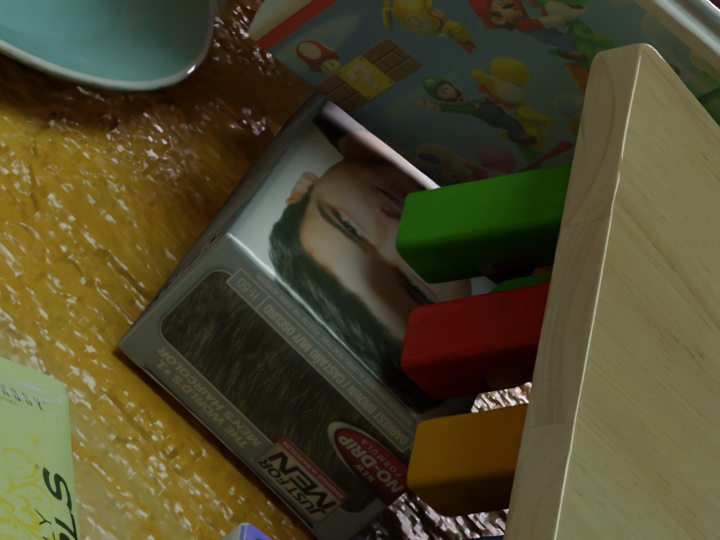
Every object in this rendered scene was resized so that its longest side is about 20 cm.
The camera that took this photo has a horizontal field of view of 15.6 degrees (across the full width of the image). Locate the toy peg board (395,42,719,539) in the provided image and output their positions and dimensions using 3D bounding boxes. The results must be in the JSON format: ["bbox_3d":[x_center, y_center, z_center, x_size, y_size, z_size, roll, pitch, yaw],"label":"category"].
[{"bbox_3d":[0.081,0.073,0.820,0.200,0.097,0.200,43,48,-40],"label":"toy peg board"}]

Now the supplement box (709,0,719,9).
[{"bbox_3d":[0.055,-0.163,0.956,0.199,0.104,0.131,-5,32,-22],"label":"supplement box"}]

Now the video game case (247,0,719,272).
[{"bbox_3d":[0.077,-0.049,0.868,0.200,0.143,0.018,37,56,-19],"label":"video game case"}]

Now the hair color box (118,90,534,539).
[{"bbox_3d":[0.000,0.000,0.904,0.099,0.061,0.200,44,28,-7],"label":"hair color box"}]

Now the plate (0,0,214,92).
[{"bbox_3d":[-0.136,-0.134,0.927,0.200,0.026,0.201,35,29,-22],"label":"plate"}]

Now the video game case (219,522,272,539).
[{"bbox_3d":[0.021,0.189,0.700,0.200,0.045,0.182,38,30,-18],"label":"video game case"}]

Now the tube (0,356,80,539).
[{"bbox_3d":[-0.091,0.086,0.630,0.058,0.052,0.201,79,-3,-45],"label":"tube"}]
